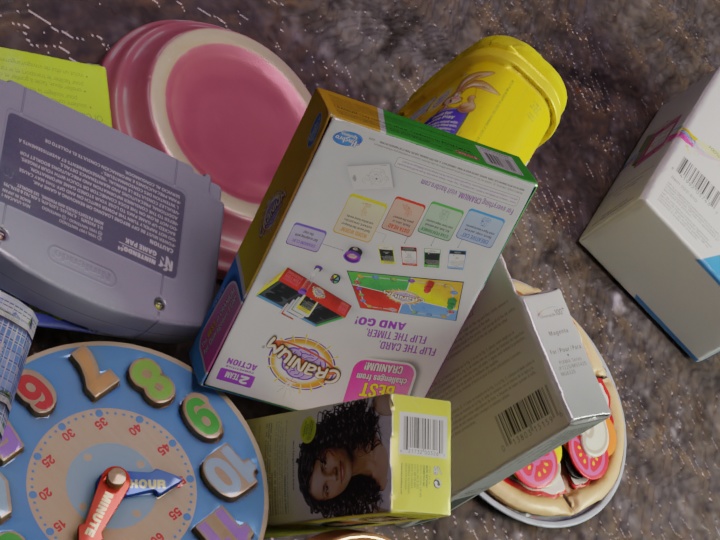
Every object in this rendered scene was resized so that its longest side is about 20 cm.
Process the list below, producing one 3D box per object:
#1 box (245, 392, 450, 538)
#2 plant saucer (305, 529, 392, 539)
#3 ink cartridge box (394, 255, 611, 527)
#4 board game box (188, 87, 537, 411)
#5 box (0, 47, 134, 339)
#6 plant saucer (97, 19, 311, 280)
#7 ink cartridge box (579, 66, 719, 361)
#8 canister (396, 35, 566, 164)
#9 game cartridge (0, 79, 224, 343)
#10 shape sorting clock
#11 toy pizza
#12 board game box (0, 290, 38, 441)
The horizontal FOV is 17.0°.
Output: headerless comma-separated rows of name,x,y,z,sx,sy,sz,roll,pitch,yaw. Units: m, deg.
box,-0.023,0.124,1.507,0.050,0.199,0.076,8,75,-35
plant saucer,-0.023,0.260,1.497,0.199,0.032,0.202,-10,104,-46
ink cartridge box,0.062,0.058,1.622,0.043,0.200,0.175,-8,71,-40
board game box,0.000,0.000,1.523,0.152,0.201,0.040,18,22,-25
box,-0.216,-0.046,1.563,0.121,0.048,0.201,8,61,-35
plant saucer,-0.096,-0.092,1.689,0.200,0.051,0.202,21,53,-30
ink cartridge box,0.284,-0.048,1.950,0.145,0.085,0.200,45,47,-9
canister,0.053,-0.059,1.724,0.086,0.148,0.200,42,48,-11
game cartridge,-0.179,-0.034,1.529,0.199,0.041,0.134,26,48,-29
shape sorting clock,-0.153,0.132,1.478,0.198,0.039,0.201,8,62,-15
toy pizza,0.124,0.091,1.774,0.199,0.032,0.201,20,54,-30
board game box,-0.286,0.035,1.410,0.199,0.062,0.201,24,65,-21
